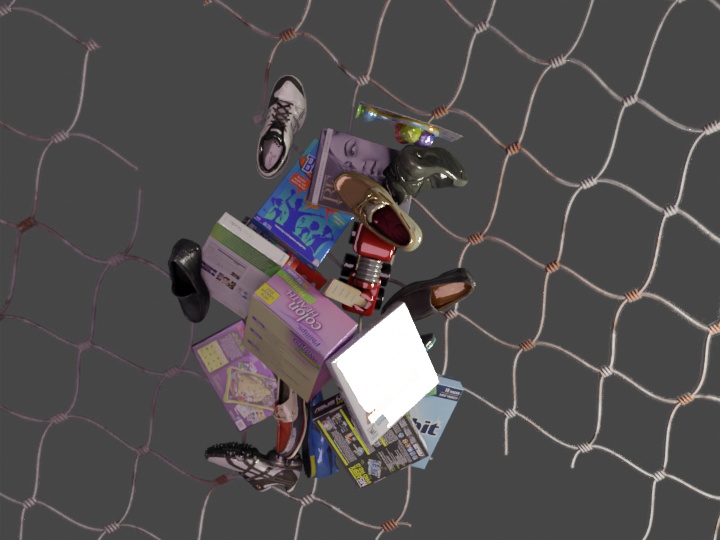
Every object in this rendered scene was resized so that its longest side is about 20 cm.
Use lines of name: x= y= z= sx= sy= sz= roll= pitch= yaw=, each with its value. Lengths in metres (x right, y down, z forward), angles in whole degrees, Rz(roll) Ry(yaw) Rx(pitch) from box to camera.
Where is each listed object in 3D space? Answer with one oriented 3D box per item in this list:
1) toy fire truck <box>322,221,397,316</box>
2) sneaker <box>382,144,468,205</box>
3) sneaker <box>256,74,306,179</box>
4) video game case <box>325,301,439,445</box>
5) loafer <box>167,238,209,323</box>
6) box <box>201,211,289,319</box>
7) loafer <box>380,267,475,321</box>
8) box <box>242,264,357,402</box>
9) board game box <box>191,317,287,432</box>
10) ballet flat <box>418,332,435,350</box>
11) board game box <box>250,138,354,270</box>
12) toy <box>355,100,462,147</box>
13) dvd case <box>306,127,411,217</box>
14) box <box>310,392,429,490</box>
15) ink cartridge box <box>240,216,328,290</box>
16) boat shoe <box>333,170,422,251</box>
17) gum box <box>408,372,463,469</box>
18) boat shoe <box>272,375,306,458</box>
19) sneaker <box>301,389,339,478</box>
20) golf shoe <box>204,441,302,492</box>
toy fire truck: x=0.000 y=0.000 z=1.647 sx=0.128 sy=0.200 sz=0.177 roll=15 pitch=98 yaw=-5
sneaker: x=0.115 y=-0.177 z=1.666 sx=0.114 sy=0.199 sz=0.077 roll=-37 pitch=68 yaw=36
sneaker: x=-0.148 y=-0.269 z=1.655 sx=0.075 sy=0.088 sz=0.201 roll=12 pitch=97 yaw=-3
video game case: x=0.044 y=0.186 z=1.602 sx=0.200 sy=0.024 sz=0.183 roll=-37 pitch=113 yaw=-32
loafer: x=-0.331 y=0.030 z=1.665 sx=0.068 sy=0.070 sz=0.201 roll=18 pitch=136 yaw=16
box: x=-0.235 y=-0.005 z=1.658 sx=0.144 sy=0.036 sz=0.200 roll=35 pitch=138 yaw=-5
loafer: x=0.132 y=0.055 z=1.727 sx=0.199 sy=0.072 sz=0.073 roll=-28 pitch=100 yaw=3
box: x=-0.117 y=0.119 z=1.634 sx=0.176 sy=0.200 sz=0.097 roll=39 pitch=58 yaw=12
board game box: x=-0.238 y=0.209 z=1.759 sx=0.120 sy=0.032 sz=0.201 roll=-27 pitch=99 yaw=5
ballet flat: x=0.061 y=0.183 z=1.748 sx=0.073 sy=0.073 sz=0.200 roll=43 pitch=97 yaw=-8
board game box: x=-0.089 y=-0.126 z=1.667 sx=0.152 sy=0.045 sz=0.200 roll=37 pitch=73 yaw=-8
toy: x=0.082 y=-0.263 z=1.650 sx=0.199 sy=0.115 sz=0.047 roll=21 pitch=93 yaw=-5
dvd case: x=0.007 y=-0.174 z=1.671 sx=0.199 sy=0.016 sz=0.149 roll=15 pitch=78 yaw=-15
box: x=0.020 y=0.310 z=1.690 sx=0.160 sy=0.044 sz=0.200 roll=-27 pitch=116 yaw=6
ink cartridge box: x=-0.173 y=-0.002 z=1.689 sx=0.200 sy=0.050 sz=0.109 roll=38 pitch=133 yaw=-7
boat shoe: x=0.029 y=-0.111 z=1.602 sx=0.200 sy=0.066 sz=0.074 roll=38 pitch=101 yaw=7
gum box: x=0.086 y=0.287 z=1.739 sx=0.169 sy=0.045 sz=0.201 roll=17 pitch=111 yaw=-17
boat shoe: x=-0.142 y=0.264 z=1.719 sx=0.062 sy=0.071 sz=0.201 roll=21 pitch=70 yaw=-39
sneaker: x=-0.077 y=0.318 z=1.772 sx=0.078 sy=0.066 sz=0.201 roll=-5 pitch=98 yaw=-20
golf shoe: x=-0.218 y=0.400 z=1.767 sx=0.199 sy=0.078 sz=0.095 roll=8 pitch=99 yaw=-3
